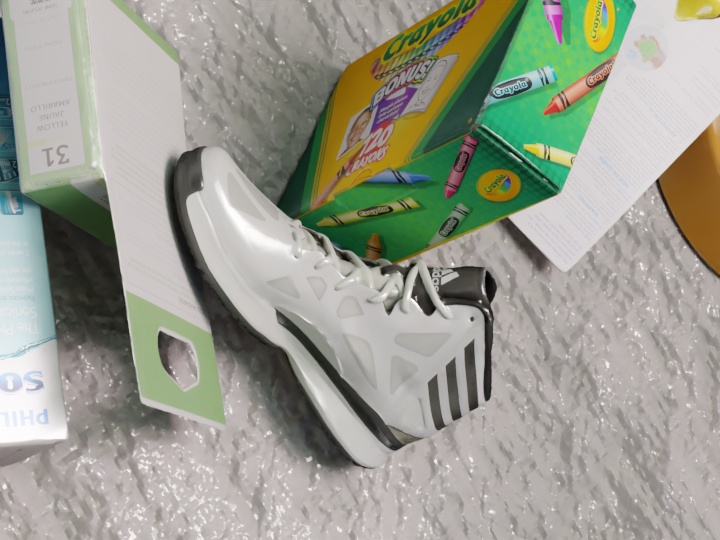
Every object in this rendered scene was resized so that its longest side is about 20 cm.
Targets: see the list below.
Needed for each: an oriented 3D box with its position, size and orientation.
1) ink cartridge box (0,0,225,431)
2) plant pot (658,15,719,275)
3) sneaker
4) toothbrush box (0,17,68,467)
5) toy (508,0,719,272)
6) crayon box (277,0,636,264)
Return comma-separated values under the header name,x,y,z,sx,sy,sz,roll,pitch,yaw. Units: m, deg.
name,x,y,z,sx,sy,sz,roll,pitch,yaw
ink cartridge box,-0.114,-0.026,0.839,0.048,0.146,0.201,-9,79,9
plant pot,0.312,-0.096,1.096,0.199,0.183,0.201,9,72,-29
sneaker,0.000,0.000,0.893,0.201,0.115,0.076,54,20,-25
toothbrush box,-0.222,-0.009,0.796,0.146,0.085,0.201,-3,78,-34
toy,0.147,-0.109,1.057,0.115,0.047,0.200,45,89,-2
crayon box,0.042,-0.075,0.911,0.058,0.200,0.119,35,61,-20
